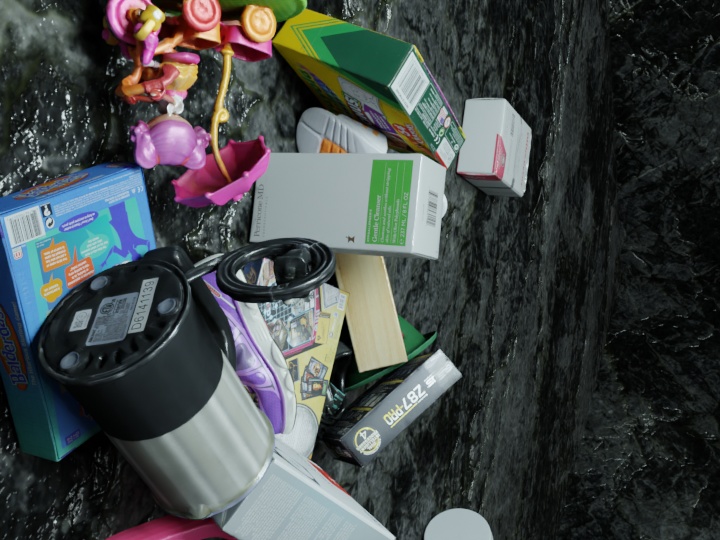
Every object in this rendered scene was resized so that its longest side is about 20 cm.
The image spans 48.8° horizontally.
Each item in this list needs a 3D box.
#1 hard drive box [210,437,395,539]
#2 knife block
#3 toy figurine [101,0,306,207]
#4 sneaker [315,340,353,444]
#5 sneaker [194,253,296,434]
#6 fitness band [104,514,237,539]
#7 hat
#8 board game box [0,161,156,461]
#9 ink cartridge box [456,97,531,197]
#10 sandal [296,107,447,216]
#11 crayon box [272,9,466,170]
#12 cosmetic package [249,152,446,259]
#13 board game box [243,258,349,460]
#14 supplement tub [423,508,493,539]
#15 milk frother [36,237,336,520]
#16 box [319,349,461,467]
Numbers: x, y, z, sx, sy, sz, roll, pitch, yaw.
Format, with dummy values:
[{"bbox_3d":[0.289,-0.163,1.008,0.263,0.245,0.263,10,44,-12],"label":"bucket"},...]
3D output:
[{"bbox_3d":[-0.084,0.219,0.781,0.077,0.156,0.200,-51,130,-9],"label":"hard drive box"},{"bbox_3d":[0.000,0.000,0.987,0.200,0.064,0.176,-101,176,-46],"label":"knife block"},{"bbox_3d":[-0.142,-0.147,0.671,0.200,0.150,0.185,0,93,-41],"label":"toy figurine"},{"bbox_3d":[-0.066,0.172,0.962,0.075,0.079,0.201,41,60,-59],"label":"sneaker"},{"bbox_3d":[-0.127,0.082,0.806,0.200,0.083,0.081,66,-10,-14],"label":"sneaker"},{"bbox_3d":[-0.185,0.295,0.725,0.200,0.037,0.144,-10,116,-39],"label":"fitness band"},{"bbox_3d":[-0.006,0.051,1.085,0.176,0.165,0.200,61,5,0],"label":"hat"},{"bbox_3d":[-0.226,0.027,0.646,0.152,0.045,0.201,-37,127,-56],"label":"board game box"},{"bbox_3d":[0.262,-0.233,1.534,0.200,0.085,0.146,16,81,-62],"label":"ink cartridge box"},{"bbox_3d":[0.016,-0.126,0.958,0.079,0.206,0.059,-59,177,35],"label":"sandal"},{"bbox_3d":[0.015,-0.209,0.932,0.058,0.172,0.200,-59,149,-6],"label":"crayon box"},{"bbox_3d":[-0.014,-0.072,0.877,0.085,0.199,0.108,9,85,-65],"label":"cosmetic package"},{"bbox_3d":[-0.091,0.100,0.894,0.135,0.035,0.201,25,72,-40],"label":"board game box"},{"bbox_3d":[0.196,0.569,1.516,0.132,0.132,0.200,-55,141,-45],"label":"supplement tub"},{"bbox_3d":[-0.105,0.076,0.626,0.188,0.199,0.181,69,33,-43],"label":"milk frother"},{"bbox_3d":[0.028,0.173,0.997,0.161,0.049,0.200,-41,179,-16],"label":"box"}]
